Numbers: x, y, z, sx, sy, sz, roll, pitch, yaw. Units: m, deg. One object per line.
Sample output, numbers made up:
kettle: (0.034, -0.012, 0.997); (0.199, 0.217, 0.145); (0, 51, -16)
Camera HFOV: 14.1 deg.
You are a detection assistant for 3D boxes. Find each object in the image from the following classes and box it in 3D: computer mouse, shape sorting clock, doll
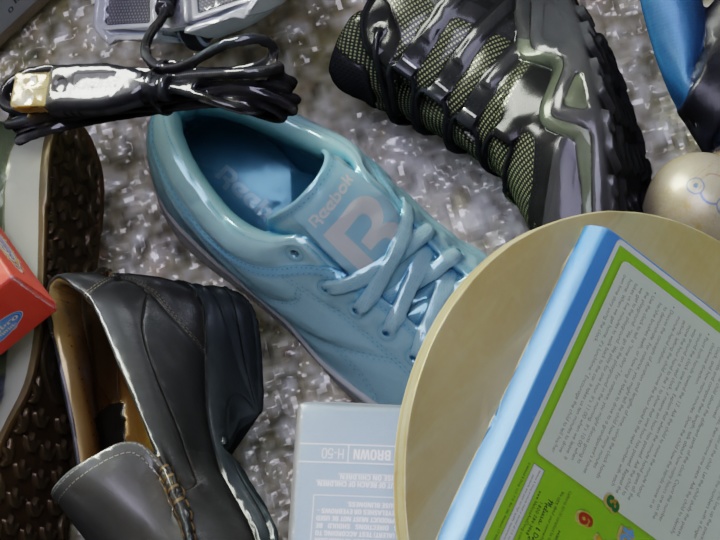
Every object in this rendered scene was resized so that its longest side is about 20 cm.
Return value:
computer mouse: (-0.056, -0.097, 1.057); (0.109, 0.044, 0.200); (-10, 27, 19)
shape sorting clock: (0.093, 0.079, 0.974); (0.200, 0.039, 0.200); (8, 73, -29)
doll: (0.160, -0.088, 1.056); (0.136, 0.048, 0.200); (34, 74, -6)

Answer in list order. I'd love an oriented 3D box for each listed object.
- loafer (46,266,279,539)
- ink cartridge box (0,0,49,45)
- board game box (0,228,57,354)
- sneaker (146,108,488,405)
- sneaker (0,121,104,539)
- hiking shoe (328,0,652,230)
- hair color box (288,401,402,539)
loafer: (-0.074, 0.085, 0.994); (0.072, 0.073, 0.200); (18, 42, -28)
ink cartridge box: (-0.129, -0.181, 1.071); (0.200, 0.165, 0.075); (-45, 69, -8)
board game box: (-0.229, 0.015, 1.030); (0.200, 0.040, 0.153); (-39, 66, 3)
sneaker: (0.000, 0.000, 1.038); (0.200, 0.082, 0.074); (31, 78, 15)
sneaker: (-0.151, 0.041, 1.057); (0.090, 0.067, 0.201); (1, 75, 20)
hiking shoe: (0.044, -0.067, 1.070); (0.101, 0.076, 0.200); (-19, 63, 12)
hair color box: (0.006, 0.154, 0.976); (0.061, 0.099, 0.200); (2, 72, 7)
